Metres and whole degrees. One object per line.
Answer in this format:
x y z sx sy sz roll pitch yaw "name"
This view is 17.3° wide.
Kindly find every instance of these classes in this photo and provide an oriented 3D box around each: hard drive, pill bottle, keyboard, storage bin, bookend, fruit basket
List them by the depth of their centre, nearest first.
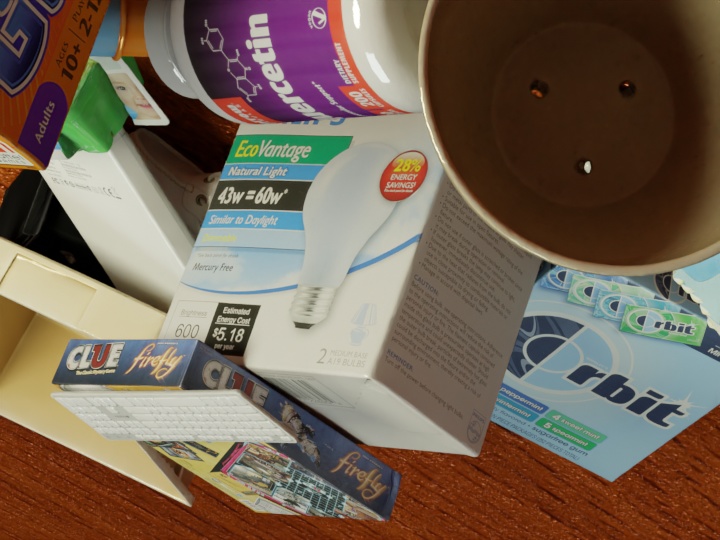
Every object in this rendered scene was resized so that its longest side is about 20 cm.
-0.027 -0.139 1.308 0.199 0.113 0.112 -1 153 45 "pill bottle"
-0.119 0.091 1.475 0.056 0.011 0.199 35 155 -34 "keyboard"
-0.241 -0.151 1.513 0.184 0.094 0.200 4 154 36 "fruit basket"
-0.166 -0.037 1.673 0.132 0.027 0.201 14 141 51 "hard drive"
-0.210 0.065 1.739 0.199 0.094 0.199 24 164 19 "storage bin"
-0.181 -0.011 1.849 0.199 0.093 0.199 23 161 -15 "bookend"

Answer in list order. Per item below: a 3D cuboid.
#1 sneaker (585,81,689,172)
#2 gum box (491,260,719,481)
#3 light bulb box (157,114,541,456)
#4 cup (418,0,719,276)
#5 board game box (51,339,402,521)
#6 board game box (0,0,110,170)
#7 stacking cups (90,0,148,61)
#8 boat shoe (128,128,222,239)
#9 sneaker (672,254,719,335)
0.172 -0.075 1.378 0.081 0.076 0.200 15 164 -19 "sneaker"
0.163 0.054 1.620 0.169 0.045 0.200 28 139 -17 "gum box"
0.000 0.000 1.539 0.197 0.201 0.125 2 154 40 "light bulb box"
0.123 -0.091 1.208 0.199 0.202 0.143 19 174 -1 "cup"
-0.085 0.105 1.546 0.135 0.035 0.200 -1 150 46 "board game box"
-0.263 -0.190 1.249 0.199 0.201 0.200 4 157 35 "board game box"
-0.166 -0.147 1.415 0.199 0.061 0.060 4 166 -17 "stacking cups"
-0.090 -0.042 1.688 0.200 0.069 0.071 42 -158 8 "boat shoe"
0.215 -0.007 1.487 0.130 0.080 0.201 13 142 17 "sneaker"
